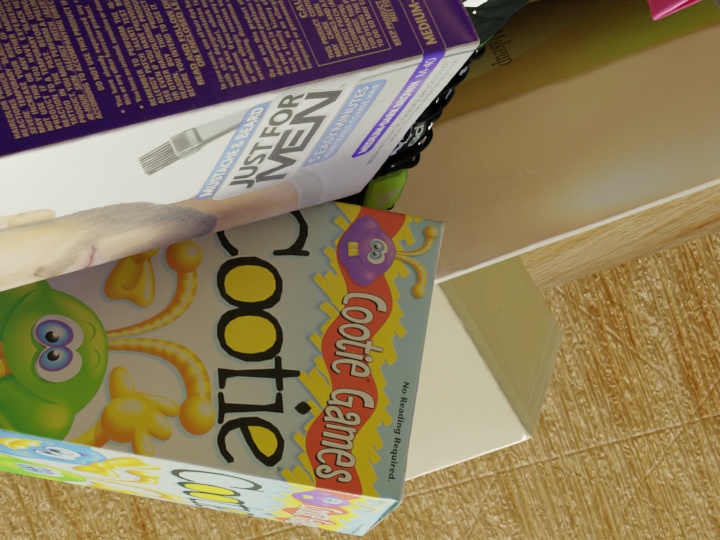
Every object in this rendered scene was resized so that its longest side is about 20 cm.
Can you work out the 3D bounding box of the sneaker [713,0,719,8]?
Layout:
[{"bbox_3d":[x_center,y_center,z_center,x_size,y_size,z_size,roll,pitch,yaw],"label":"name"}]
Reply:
[{"bbox_3d":[0.243,-0.138,1.096,0.199,0.147,0.080,31,177,-30],"label":"sneaker"}]

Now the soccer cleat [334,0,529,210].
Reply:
[{"bbox_3d":[0.007,-0.066,0.860,0.067,0.082,0.200,-15,173,-38],"label":"soccer cleat"}]

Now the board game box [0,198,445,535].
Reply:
[{"bbox_3d":[-0.081,0.023,0.851,0.198,0.106,0.103,10,166,-6],"label":"board game box"}]

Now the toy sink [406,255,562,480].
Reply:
[{"bbox_3d":[0.000,0.000,1.242,0.130,0.201,0.112,-22,-156,27],"label":"toy sink"}]

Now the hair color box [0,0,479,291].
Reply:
[{"bbox_3d":[-0.074,-0.050,0.739,0.199,0.065,0.109,-15,162,-28],"label":"hair color box"}]

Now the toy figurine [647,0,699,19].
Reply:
[{"bbox_3d":[0.185,-0.072,0.886,0.199,0.185,0.150,-17,174,-32],"label":"toy figurine"}]

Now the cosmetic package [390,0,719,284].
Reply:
[{"bbox_3d":[0.060,-0.059,1.001,0.199,0.071,0.105,-20,-156,0],"label":"cosmetic package"}]
